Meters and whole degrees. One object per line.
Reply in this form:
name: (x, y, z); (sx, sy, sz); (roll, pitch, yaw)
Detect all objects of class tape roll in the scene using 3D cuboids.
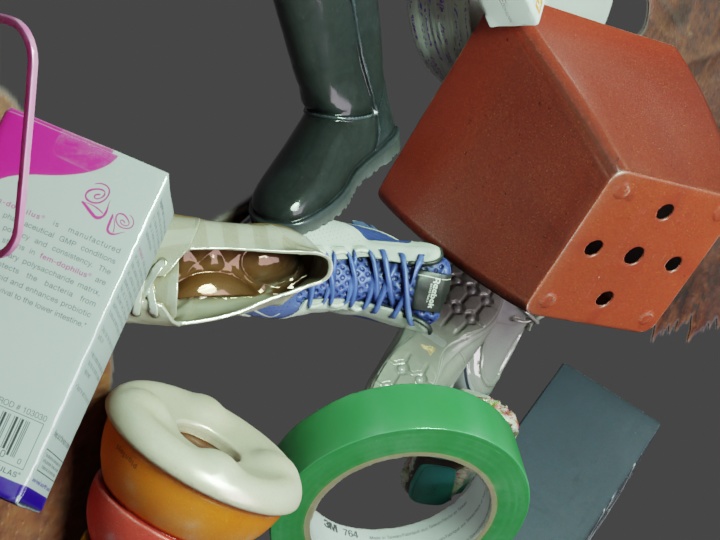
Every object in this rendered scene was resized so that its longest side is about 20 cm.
tape roll: (0.027, 0.171, 1.276); (0.048, 0.200, 0.200); (-102, 171, -47)

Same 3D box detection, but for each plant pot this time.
plant pot: (0.168, -0.065, 1.283); (0.200, 0.176, 0.200); (10, 123, -35)

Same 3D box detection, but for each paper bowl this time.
paper bowl: (0.133, -0.238, 1.344); (0.201, 0.104, 0.201); (-27, 124, -49)

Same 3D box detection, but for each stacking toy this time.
stacking toy: (-0.144, 0.187, 1.119); (0.146, 0.146, 0.200); (16, 108, -55)

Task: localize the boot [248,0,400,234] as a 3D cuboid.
boot: (-0.038, -0.145, 1.167); (0.165, 0.066, 0.200); (-48, 140, -46)

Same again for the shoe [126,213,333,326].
shoe: (-0.109, -0.001, 1.086); (0.200, 0.053, 0.070); (-5, 109, -32)

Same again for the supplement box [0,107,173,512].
supplement box: (-0.192, 0.025, 0.951); (0.103, 0.101, 0.200); (108, 5, -79)

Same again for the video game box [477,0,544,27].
video game box: (0.106, -0.305, 1.180); (0.182, 0.047, 0.200); (55, 47, -55)

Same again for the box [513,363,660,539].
box: (0.154, 0.219, 1.476); (0.200, 0.104, 0.182); (-50, 164, -32)

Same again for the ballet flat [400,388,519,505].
ballet flat: (0.077, 0.134, 1.376); (0.200, 0.076, 0.064); (125, -22, -59)

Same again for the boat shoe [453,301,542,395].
boat shoe: (0.132, 0.020, 1.463); (0.071, 0.070, 0.200); (14, 90, -56)

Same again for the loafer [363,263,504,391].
loafer: (0.057, 0.066, 1.388); (0.200, 0.070, 0.070); (-49, 174, -31)

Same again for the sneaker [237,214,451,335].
sneaker: (0.000, 0.000, 1.231); (0.199, 0.115, 0.081); (-2, 102, -54)

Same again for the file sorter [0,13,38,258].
file sorter: (-0.272, -0.069, 0.813); (0.200, 0.125, 0.139); (-10, 110, -53)
